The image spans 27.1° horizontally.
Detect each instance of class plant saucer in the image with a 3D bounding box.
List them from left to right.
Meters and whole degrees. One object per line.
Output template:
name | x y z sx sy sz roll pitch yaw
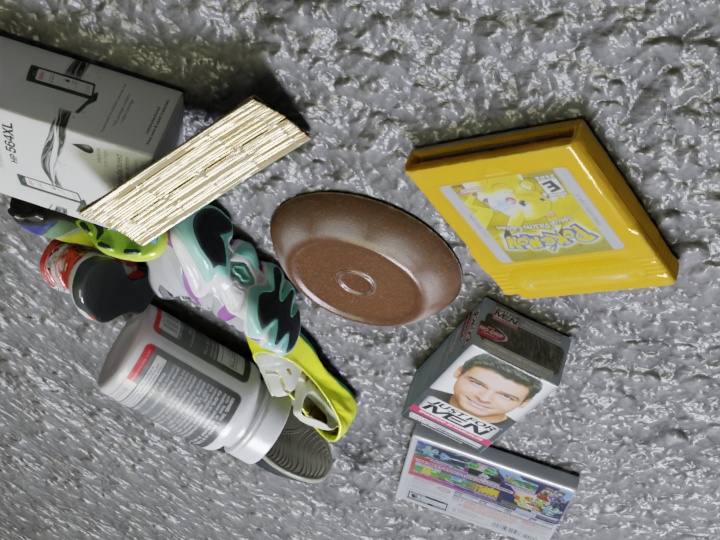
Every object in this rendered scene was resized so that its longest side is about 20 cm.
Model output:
plant saucer | 0.000 0.000 1.464 0.199 0.037 0.201 15 149 9

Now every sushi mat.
sushi mat | -0.146 -0.087 1.326 0.199 0.012 0.096 -31 148 17

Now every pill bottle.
pill bottle | -0.187 0.134 1.700 0.199 0.114 0.114 32 147 -17

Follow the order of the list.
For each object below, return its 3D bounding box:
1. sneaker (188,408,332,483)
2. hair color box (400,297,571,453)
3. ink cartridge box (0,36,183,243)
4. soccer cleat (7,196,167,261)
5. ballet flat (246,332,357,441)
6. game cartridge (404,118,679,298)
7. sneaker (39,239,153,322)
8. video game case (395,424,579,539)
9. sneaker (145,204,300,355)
sneaker | -0.129 0.203 1.825 0.199 0.075 0.106 31 153 0
hair color box | 0.126 0.112 1.538 0.099 0.061 0.200 25 148 -7
ink cartridge box | -0.270 -0.122 1.387 0.199 0.085 0.146 17 149 4
soccer cleat | -0.265 -0.051 1.505 0.199 0.065 0.084 15 175 30
ballet flat | -0.069 0.123 1.660 0.067 0.067 0.200 -5 140 37
game cartridge | 0.160 -0.045 1.306 0.176 0.033 0.200 -7 138 38
sneaker | -0.293 0.006 1.548 0.107 0.068 0.201 19 -179 11
video game case | 0.147 0.259 1.786 0.199 0.023 0.183 19 149 5
sneaker | -0.158 0.014 1.548 0.139 0.078 0.200 -7 129 40
